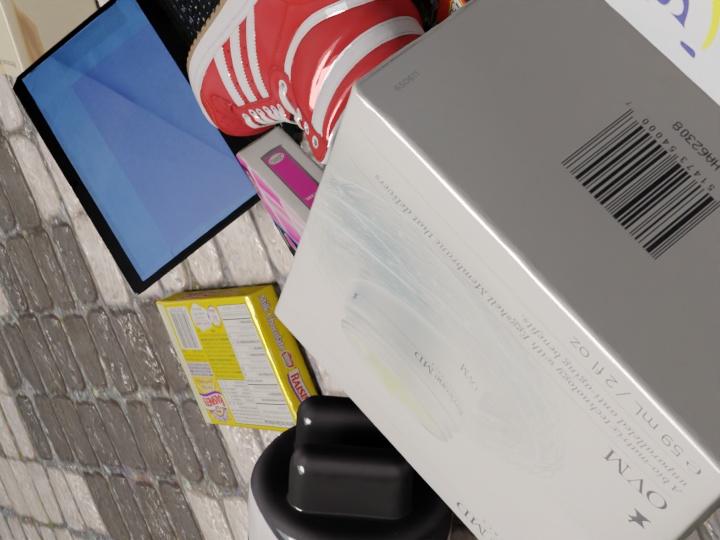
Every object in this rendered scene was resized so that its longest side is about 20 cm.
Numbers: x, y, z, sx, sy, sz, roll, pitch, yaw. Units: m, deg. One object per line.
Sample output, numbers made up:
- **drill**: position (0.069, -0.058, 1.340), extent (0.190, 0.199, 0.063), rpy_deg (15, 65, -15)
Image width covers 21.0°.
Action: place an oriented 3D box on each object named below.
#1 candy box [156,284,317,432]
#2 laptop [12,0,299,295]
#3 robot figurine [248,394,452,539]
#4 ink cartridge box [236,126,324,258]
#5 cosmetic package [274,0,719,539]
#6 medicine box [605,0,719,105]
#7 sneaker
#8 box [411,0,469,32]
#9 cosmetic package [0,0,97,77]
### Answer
- **candy box**: position (-0.088, 0.062, 1.380), extent (0.102, 0.026, 0.200), rpy_deg (66, 158, -8)
- **laptop**: position (-0.125, -0.119, 1.179), extent (0.177, 0.103, 0.200), rpy_deg (57, 156, 18)
- **robot figurine**: position (-0.005, 0.168, 1.175), extent (0.125, 0.150, 0.200), rpy_deg (31, 136, 31)
- **ink cartridge box**: position (0.000, 0.000, 1.061), extent (0.200, 0.037, 0.095), rpy_deg (43, 164, 53)
- **cosmetic package**: position (0.084, 0.015, 0.792), extent (0.199, 0.123, 0.200), rpy_deg (47, 155, 13)
- **medicine box**: position (0.118, -0.173, 0.594), extent (0.200, 0.103, 0.182), rpy_deg (50, 153, 34)
- **sneaker**: position (-0.021, -0.085, 0.928), extent (0.113, 0.071, 0.200), rpy_deg (63, 156, 14)
- **box**: position (0.025, -0.103, 0.952), extent (0.137, 0.038, 0.200), rpy_deg (52, 154, 29)
- **cosmetic package**: position (-0.256, -0.244, 1.379), extent (0.105, 0.071, 0.200), rpy_deg (19, 129, 60)
